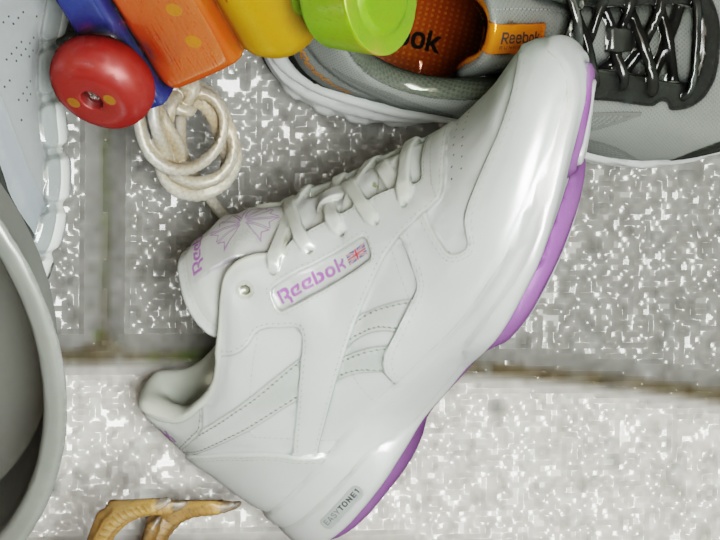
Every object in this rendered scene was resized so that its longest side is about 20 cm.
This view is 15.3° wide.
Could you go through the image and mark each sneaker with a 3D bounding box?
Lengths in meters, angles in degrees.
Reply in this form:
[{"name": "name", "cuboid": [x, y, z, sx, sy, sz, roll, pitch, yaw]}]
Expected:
[{"name": "sneaker", "cuboid": [-0.141, -0.074, 0.823, 0.075, 0.115, 0.202, 6, 85, 29]}, {"name": "sneaker", "cuboid": [0.067, -0.073, 0.890, 0.198, 0.079, 0.075, 2, 92, -13]}, {"name": "sneaker", "cuboid": [0.000, 0.000, 0.853, 0.099, 0.075, 0.200, 31, 116, -8]}]

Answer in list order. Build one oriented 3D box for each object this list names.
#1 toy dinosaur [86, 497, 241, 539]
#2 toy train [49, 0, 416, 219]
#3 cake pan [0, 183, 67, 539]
[{"name": "toy dinosaur", "cuboid": [-0.074, 0.129, 0.881, 0.198, 0.060, 0.107, 0, 85, -2]}, {"name": "toy train", "cuboid": [-0.032, -0.080, 0.818, 0.200, 0.115, 0.085, 60, 44, -41]}, {"name": "cake pan", "cuboid": [-0.179, 0.017, 0.820, 0.199, 0.037, 0.202, 7, 119, 12]}]
